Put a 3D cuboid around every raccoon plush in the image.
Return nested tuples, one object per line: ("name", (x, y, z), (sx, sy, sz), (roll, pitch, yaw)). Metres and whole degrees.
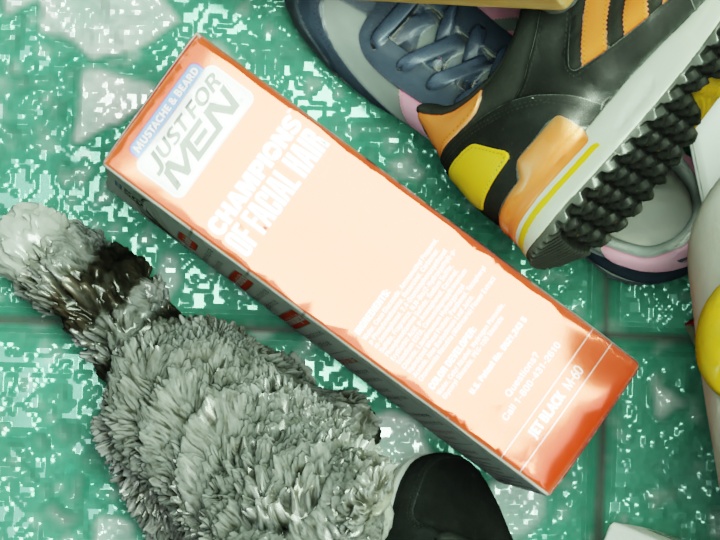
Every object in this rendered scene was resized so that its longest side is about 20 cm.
("raccoon plush", (-0.069, 0.057, 0.886), (0.200, 0.134, 0.097), (32, 87, -3))

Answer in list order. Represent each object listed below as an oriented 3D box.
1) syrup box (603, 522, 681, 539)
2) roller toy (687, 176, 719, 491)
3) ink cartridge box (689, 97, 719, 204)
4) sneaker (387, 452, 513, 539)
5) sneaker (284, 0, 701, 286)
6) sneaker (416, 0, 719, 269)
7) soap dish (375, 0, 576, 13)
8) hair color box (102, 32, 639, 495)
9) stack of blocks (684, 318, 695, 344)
("syrup box", (0.109, 0.205, 0.910), (0.081, 0.079, 0.201), (23, 87, -40))
("roller toy", (0.206, 0.031, 0.804), (0.182, 0.200, 0.140), (-9, 58, 9))
("ink cartridge box", (0.187, -0.118, 0.899), (0.144, 0.084, 0.201), (-13, 77, 18))
("sneaker", (0.064, 0.139, 0.872), (0.073, 0.112, 0.201), (20, 49, -32))
("sneaker", (0.059, -0.069, 0.927), (0.200, 0.082, 0.070), (35, 87, -2))
("sneaker", (0.100, -0.100, 0.846), (0.090, 0.070, 0.200), (44, 101, 21))
("soap dish", (0.031, -0.166, 0.867), (0.158, 0.200, 0.081), (-54, 128, -23))
("hair color box", (0.000, 0.000, 0.906), (0.200, 0.111, 0.064), (36, 85, -3))
("stack of blocks", (0.227, 0.083, 0.947), (0.115, 0.059, 0.200), (-27, 90, -5))
